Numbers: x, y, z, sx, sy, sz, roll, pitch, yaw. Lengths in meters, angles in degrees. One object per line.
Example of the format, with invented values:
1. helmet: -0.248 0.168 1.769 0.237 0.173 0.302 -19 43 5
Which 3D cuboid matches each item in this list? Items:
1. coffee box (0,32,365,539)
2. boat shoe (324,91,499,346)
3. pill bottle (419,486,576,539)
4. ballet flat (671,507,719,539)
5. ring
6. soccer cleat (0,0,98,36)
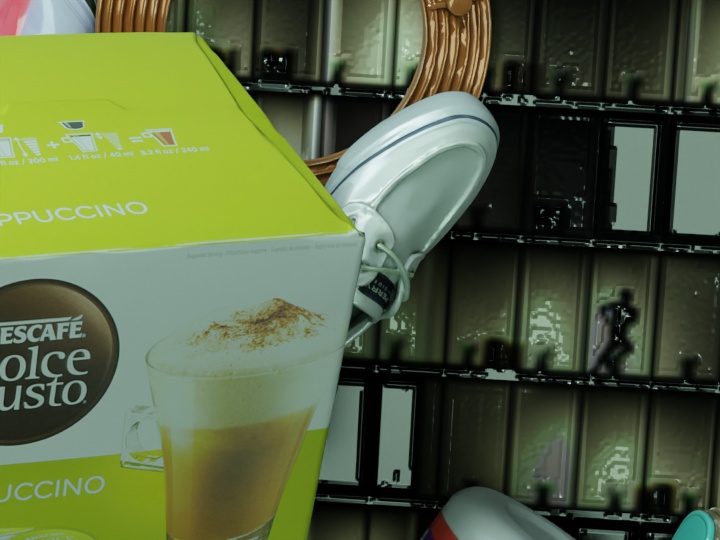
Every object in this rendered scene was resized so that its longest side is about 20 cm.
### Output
1. coffee box: -0.140 0.022 1.050 0.199 0.200 0.198 -4 123 -26
2. boat shoe: 0.000 0.000 1.156 0.200 0.067 0.074 -45 130 16
3. pill bottle: 0.040 0.216 1.172 0.112 0.112 0.200 35 98 -3
4. ballet flat: 0.157 0.218 1.194 0.065 0.071 0.200 27 102 -16
5. ring: -0.031 -0.117 1.154 0.200 0.019 0.201 -2 104 -10
6. soccer cleat: -0.153 -0.126 1.165 0.076 0.067 0.200 9 90 -37
